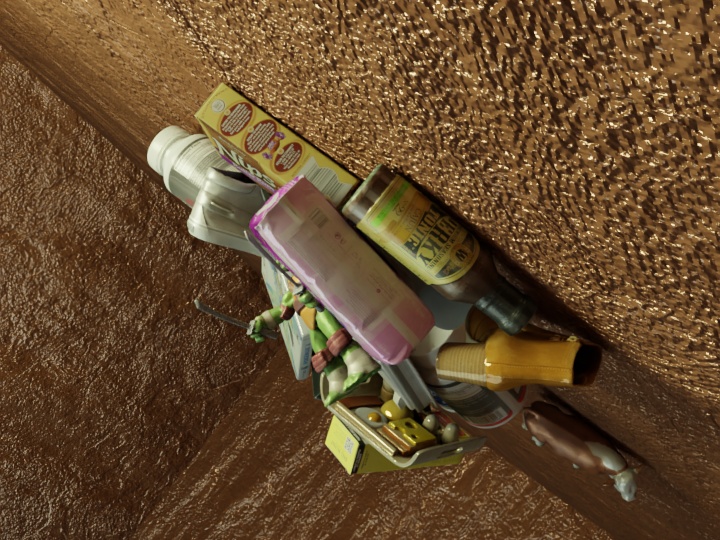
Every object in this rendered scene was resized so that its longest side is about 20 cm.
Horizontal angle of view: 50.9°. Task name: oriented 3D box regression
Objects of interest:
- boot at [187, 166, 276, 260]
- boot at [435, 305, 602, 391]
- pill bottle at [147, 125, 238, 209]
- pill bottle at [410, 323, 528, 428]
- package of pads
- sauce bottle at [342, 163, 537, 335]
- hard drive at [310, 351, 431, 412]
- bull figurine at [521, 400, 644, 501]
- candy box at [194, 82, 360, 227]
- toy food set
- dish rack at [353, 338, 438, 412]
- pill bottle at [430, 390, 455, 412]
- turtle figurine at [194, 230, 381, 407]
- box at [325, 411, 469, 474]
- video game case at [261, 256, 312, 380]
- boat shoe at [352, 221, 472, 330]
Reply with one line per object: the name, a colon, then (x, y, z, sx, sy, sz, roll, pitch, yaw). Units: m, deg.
boot: (-0.115, -0.069, 0.976, 0.199, 0.096, 0.074, 14, -165, -31)
boot: (0.173, 0.080, 0.773, 0.144, 0.071, 0.201, 2, -168, 24)
pill bottle: (-0.241, -0.147, 1.207, 0.200, 0.111, 0.111, 36, 172, 19)
pill bottle: (0.136, 0.121, 1.023, 0.114, 0.114, 0.200, 28, 167, 50)
package of pads: (-0.021, 0.000, 0.759, 0.200, 0.076, 0.120, 47, 173, -10)
sauce bottle: (0.077, -0.017, 0.706, 0.200, 0.065, 0.065, 37, 172, -3)
hard drive: (0.015, 0.165, 1.173, 0.200, 0.033, 0.140, 24, -146, -25)
bull figurine: (0.327, 0.264, 1.133, 0.200, 0.065, 0.121, 38, 169, 10)
candy box: (-0.089, -0.121, 0.878, 0.200, 0.057, 0.117, 35, 171, 11)
toy food set: (0.057, 0.191, 1.039, 0.143, 0.061, 0.200, 1, -157, -45)
dish rack: (0.013, 0.099, 1.005, 0.200, 0.044, 0.172, 46, 172, 45)
pill bottle: (0.110, 0.123, 1.154, 0.200, 0.111, 0.111, 44, 170, -33)
turtle figurine: (-0.079, 0.066, 0.882, 0.194, 0.144, 0.200, 57, -158, 11)
box: (0.055, 0.240, 1.071, 0.199, 0.050, 0.075, 6, -160, -34)
video game case: (-0.113, 0.044, 1.138, 0.182, 0.022, 0.200, 103, 148, -62)
boat shoe: (0.052, -0.013, 0.826, 0.200, 0.070, 0.066, 45, 177, -34)
